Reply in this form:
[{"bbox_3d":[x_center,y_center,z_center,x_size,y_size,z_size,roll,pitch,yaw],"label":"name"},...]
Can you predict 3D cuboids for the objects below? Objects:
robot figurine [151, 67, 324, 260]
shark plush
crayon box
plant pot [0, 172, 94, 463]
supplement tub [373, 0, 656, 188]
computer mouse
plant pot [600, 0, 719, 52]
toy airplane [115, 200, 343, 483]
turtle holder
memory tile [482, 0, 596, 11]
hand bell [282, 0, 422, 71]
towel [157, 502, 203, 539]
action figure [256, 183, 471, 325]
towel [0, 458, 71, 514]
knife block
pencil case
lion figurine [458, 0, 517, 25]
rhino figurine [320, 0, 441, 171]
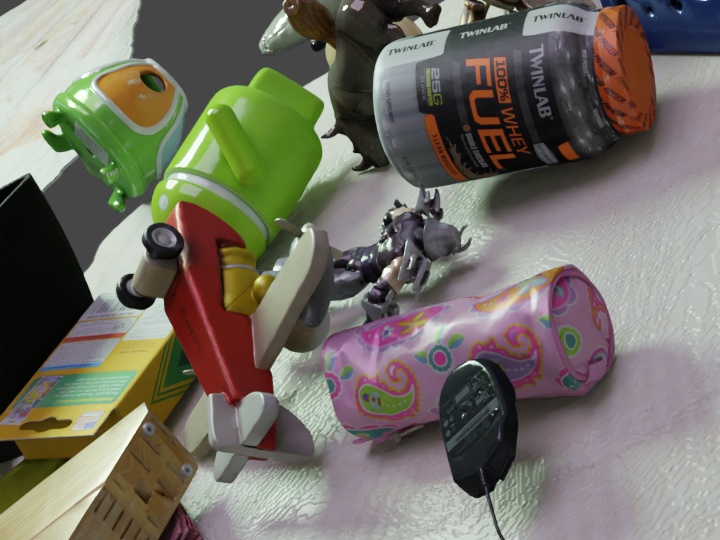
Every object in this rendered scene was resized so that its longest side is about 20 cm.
[{"bbox_3d":[-0.111,-0.084,1.494,0.201,0.115,0.175,-60,4,-22],"label":"robot figurine"},{"bbox_3d":[-0.035,-0.317,1.857,0.200,0.091,0.083,-51,-1,-17],"label":"shark plush"},{"bbox_3d":[-0.208,0.092,1.374,0.125,0.052,0.200,-6,32,31],"label":"crayon box"},{"bbox_3d":[-0.341,0.065,1.459,0.199,0.178,0.200,-23,25,38],"label":"plant pot"},{"bbox_3d":[0.120,-0.138,1.289,0.199,0.123,0.123,-10,35,26],"label":"supplement tub"},{"bbox_3d":[0.085,0.133,0.983,0.059,0.034,0.201,-44,38,33],"label":"computer mouse"},{"bbox_3d":[0.286,-0.303,1.309,0.200,0.180,0.200,-46,27,-20],"label":"plant pot"},{"bbox_3d":[-0.076,0.054,1.209,0.141,0.200,0.200,-8,12,-37],"label":"toy airplane"},{"bbox_3d":[-0.249,-0.146,1.782,0.141,0.186,0.132,37,73,30],"label":"turtle holder"},{"bbox_3d":[0.144,-0.247,1.443,0.017,0.153,0.200,-60,18,23],"label":"memory tile"},{"bbox_3d":[-0.022,-0.209,1.492,0.104,0.200,0.105,-4,81,24],"label":"hand bell"},{"bbox_3d":[-0.213,0.232,1.227,0.200,0.023,0.144,-41,26,-8],"label":"towel"},{"bbox_3d":[0.000,0.000,1.299,0.199,0.070,0.130,-17,25,27],"label":"action figure"},{"bbox_3d":[-0.265,0.168,1.398,0.200,0.018,0.086,-39,26,-4],"label":"towel"},{"bbox_3d":[-0.231,0.199,1.205,0.175,0.064,0.200,-14,34,39],"label":"knife block"},{"bbox_3d":[0.068,0.059,1.103,0.199,0.088,0.088,-19,31,34],"label":"pencil case"},{"bbox_3d":[0.105,-0.184,1.460,0.072,0.123,0.200,15,24,7],"label":"lion figurine"},{"bbox_3d":[0.010,-0.163,1.448,0.087,0.201,0.060,28,48,16],"label":"rhino figurine"}]
